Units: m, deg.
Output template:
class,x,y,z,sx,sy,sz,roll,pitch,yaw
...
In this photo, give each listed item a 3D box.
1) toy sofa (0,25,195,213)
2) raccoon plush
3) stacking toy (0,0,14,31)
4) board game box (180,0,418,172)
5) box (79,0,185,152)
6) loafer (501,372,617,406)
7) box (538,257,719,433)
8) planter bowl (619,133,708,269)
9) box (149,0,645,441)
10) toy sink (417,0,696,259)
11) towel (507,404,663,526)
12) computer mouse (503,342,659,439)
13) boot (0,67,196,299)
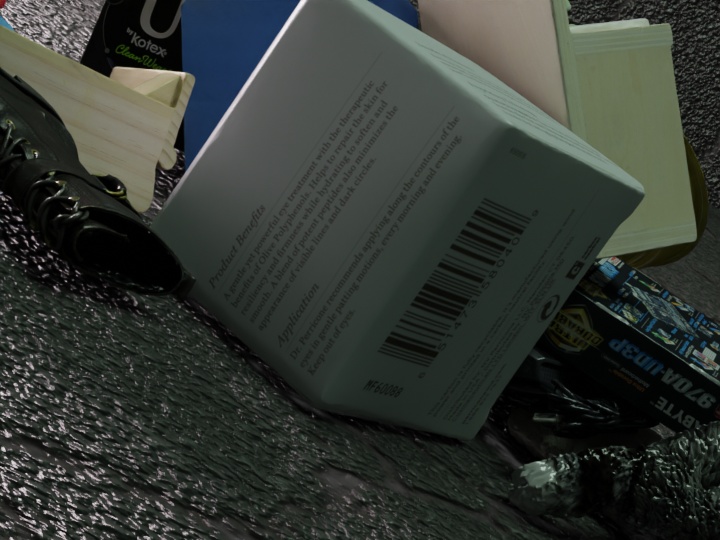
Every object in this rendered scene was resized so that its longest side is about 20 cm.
class,x,y,z,sx,sy,sz,roll,pitch,yaw
toy sofa,-0.207,-0.111,1.458,0.083,0.098,0.200,9,-10,46
raccoon plush,0.193,0.174,1.426,0.097,0.200,0.134,107,-30,-63
stacking toy,-0.256,-0.268,1.632,0.116,0.200,0.110,42,13,33
board game box,-0.040,-0.115,1.598,0.158,0.200,0.039,-1,8,0
box,-0.092,-0.183,1.681,0.148,0.200,0.124,25,7,8
loafer,0.160,0.081,1.670,0.200,0.073,0.071,10,12,-42
box,0.201,0.053,1.595,0.159,0.046,0.200,34,13,7
planter bowl,0.160,-0.061,1.816,0.200,0.083,0.201,30,-36,25
box,0.021,-0.031,1.418,0.171,0.199,0.200,40,10,29
toy sink,0.131,-0.106,1.561,0.112,0.200,0.130,-10,1,-39
towel,0.187,0.142,1.594,0.132,0.035,0.200,38,12,31
computer mouse,0.089,0.057,1.543,0.200,0.053,0.138,38,15,27
boot,-0.189,-0.063,1.284,0.200,0.069,0.174,26,12,-44
